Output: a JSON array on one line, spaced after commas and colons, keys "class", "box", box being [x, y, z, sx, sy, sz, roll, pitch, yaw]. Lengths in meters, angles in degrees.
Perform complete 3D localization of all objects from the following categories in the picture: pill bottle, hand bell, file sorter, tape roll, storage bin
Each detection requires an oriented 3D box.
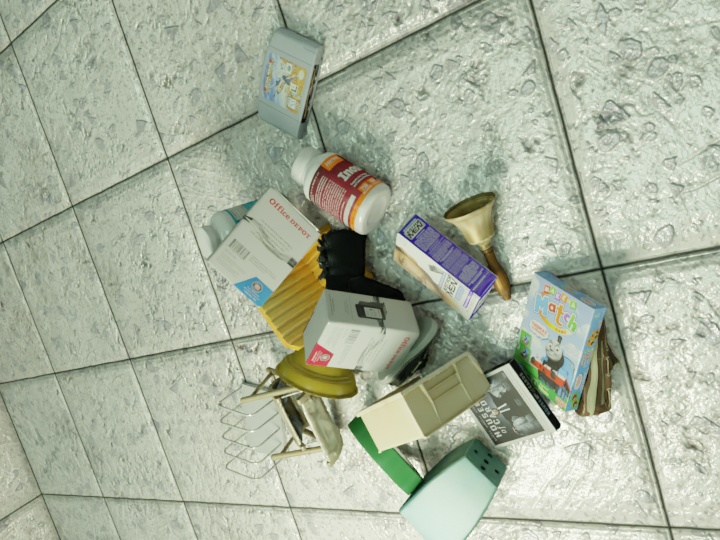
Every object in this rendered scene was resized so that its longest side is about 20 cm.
[{"class": "pill bottle", "box": [-0.260, -0.090, 1.335, 0.110, 0.198, 0.113, 31, 133, 41]}, {"class": "hand bell", "box": [0.239, -0.033, 1.122, 0.103, 0.104, 0.203, -14, 111, 35]}, {"class": "pill bottle", "box": [-0.044, -0.170, 1.230, 0.198, 0.112, 0.114, 34, 121, 19]}, {"class": "file sorter", "box": [-0.290, 0.428, 1.591, 0.136, 0.124, 0.204, 8, 110, 30]}, {"class": "tape roll", "box": [0.054, 0.400, 1.319, 0.048, 0.201, 0.200, -43, 78, -6]}, {"class": "storage bin", "box": [0.126, 0.260, 1.183, 0.095, 0.196, 0.200, 60, 146, 10]}]

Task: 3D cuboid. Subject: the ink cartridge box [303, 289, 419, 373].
[{"class": "ink cartridge box", "box": [-0.001, 0.127, 1.209, 0.084, 0.196, 0.146, -102, 30, -41]}]

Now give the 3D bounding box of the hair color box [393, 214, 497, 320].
[{"class": "hair color box", "box": [0.158, -0.005, 1.156, 0.199, 0.065, 0.110, 41, 158, 17]}]

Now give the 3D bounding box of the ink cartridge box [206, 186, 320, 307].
[{"class": "ink cartridge box", "box": [-0.200, -0.050, 1.240, 0.144, 0.084, 0.201, 42, 83, -14]}]

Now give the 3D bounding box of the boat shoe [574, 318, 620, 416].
[{"class": "boat shoe", "box": [0.425, 0.158, 1.072, 0.073, 0.075, 0.207, 0, 100, -6]}]

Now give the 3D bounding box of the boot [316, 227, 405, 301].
[{"class": "boot", "box": [0.000, 0.000, 1.265, 0.073, 0.194, 0.166, 137, 131, -64]}]

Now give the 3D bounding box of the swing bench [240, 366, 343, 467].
[{"class": "swing bench", "box": [-0.149, 0.350, 1.448, 0.197, 0.130, 0.202, -6, 116, 32]}]

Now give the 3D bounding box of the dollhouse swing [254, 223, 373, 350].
[{"class": "dollhouse swing", "box": [-0.103, 0.040, 1.304, 0.181, 0.175, 0.201, -42, 81, 36]}]

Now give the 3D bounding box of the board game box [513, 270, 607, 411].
[{"class": "board game box", "box": [0.351, 0.124, 1.076, 0.151, 0.036, 0.204, 42, 130, 54]}]

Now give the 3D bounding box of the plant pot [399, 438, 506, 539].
[{"class": "plant pot", "box": [0.210, 0.469, 1.270, 0.141, 0.141, 0.201, 42, 116, 14]}]

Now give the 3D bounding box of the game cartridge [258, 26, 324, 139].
[{"class": "game cartridge", "box": [-0.155, -0.400, 1.274, 0.132, 0.041, 0.203, 28, 119, 18]}]

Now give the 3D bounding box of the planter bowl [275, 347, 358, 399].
[{"class": "planter bowl", "box": [-0.088, 0.208, 1.353, 0.197, 0.199, 0.085, 21, 101, 26]}]

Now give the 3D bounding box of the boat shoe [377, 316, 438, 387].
[{"class": "boat shoe", "box": [0.114, 0.177, 1.280, 0.063, 0.071, 0.201, 24, 126, -19]}]

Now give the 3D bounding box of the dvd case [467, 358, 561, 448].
[{"class": "dvd case", "box": [0.283, 0.268, 1.180, 0.151, 0.025, 0.200, 55, 145, 7]}]
